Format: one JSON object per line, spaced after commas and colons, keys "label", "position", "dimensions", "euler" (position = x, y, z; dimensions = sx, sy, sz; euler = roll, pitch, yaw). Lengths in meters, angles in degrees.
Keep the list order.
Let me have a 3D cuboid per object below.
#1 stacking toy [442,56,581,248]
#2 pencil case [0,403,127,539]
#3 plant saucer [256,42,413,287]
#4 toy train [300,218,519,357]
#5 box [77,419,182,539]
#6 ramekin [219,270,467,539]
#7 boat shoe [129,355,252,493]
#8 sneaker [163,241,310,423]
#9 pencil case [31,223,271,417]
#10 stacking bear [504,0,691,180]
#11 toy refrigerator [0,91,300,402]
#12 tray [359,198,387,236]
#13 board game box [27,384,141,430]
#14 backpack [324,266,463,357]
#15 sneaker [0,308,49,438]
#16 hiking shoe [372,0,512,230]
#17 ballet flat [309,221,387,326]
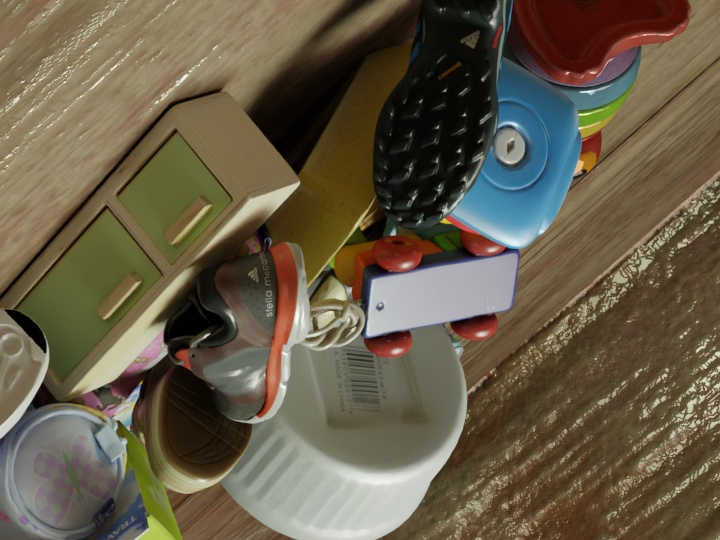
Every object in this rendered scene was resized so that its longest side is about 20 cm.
{"label": "stacking toy", "position": [0.052, -0.073, 1.796], "dimensions": [0.200, 0.110, 0.116], "euler": [-11, -126, 61]}
{"label": "pencil case", "position": [-0.225, 0.128, 1.670], "dimensions": [0.091, 0.083, 0.200], "euler": [-52, -160, -25]}
{"label": "plant saucer", "position": [-0.030, -0.052, 1.745], "dimensions": [0.200, 0.048, 0.200], "euler": [-50, -170, 44]}
{"label": "toy train", "position": [0.000, 0.000, 1.819], "dimensions": [0.199, 0.116, 0.085], "euler": [-10, 122, -27]}
{"label": "box", "position": [-0.176, 0.178, 1.664], "dimensions": [0.122, 0.048, 0.200], "euler": [-41, -161, 2]}
{"label": "ramekin", "position": [-0.017, 0.097, 1.965], "dimensions": [0.200, 0.201, 0.098], "euler": [-32, 169, -37]}
{"label": "boat shoe", "position": [-0.118, 0.096, 1.745], "dimensions": [0.065, 0.072, 0.200], "euler": [-49, -161, 22]}
{"label": "sneaker", "position": [-0.086, 0.037, 1.624], "dimensions": [0.082, 0.077, 0.200], "euler": [-3, 154, -13]}
{"label": "pencil case", "position": [-0.145, 0.024, 1.699], "dimensions": [0.086, 0.083, 0.200], "euler": [-2, 143, -51]}
{"label": "stacking bear", "position": [0.147, -0.137, 1.881], "dimensions": [0.121, 0.114, 0.200], "euler": [-27, 154, -22]}
{"label": "toy refrigerator", "position": [-0.135, -0.013, 1.590], "dimensions": [0.200, 0.076, 0.070], "euler": [-45, 169, 29]}
{"label": "tray", "position": [0.016, -0.042, 1.982], "dimensions": [0.099, 0.037, 0.200], "euler": [-38, 170, 1]}
{"label": "board game box", "position": [-0.180, 0.082, 1.929], "dimensions": [0.200, 0.047, 0.151], "euler": [-47, 168, 34]}
{"label": "backpack", "position": [0.000, 0.048, 2.193], "dimensions": [0.200, 0.151, 0.177], "euler": [-49, 167, 20]}
{"label": "sneaker", "position": [-0.275, 0.102, 1.602], "dimensions": [0.200, 0.081, 0.146], "euler": [-43, 180, -8]}
{"label": "hiking shoe", "position": [0.062, -0.122, 1.629], "dimensions": [0.087, 0.074, 0.201], "euler": [-13, 118, -77]}
{"label": "ballet flat", "position": [0.039, -0.012, 1.935], "dimensions": [0.200, 0.057, 0.066], "euler": [-33, 167, -26]}
